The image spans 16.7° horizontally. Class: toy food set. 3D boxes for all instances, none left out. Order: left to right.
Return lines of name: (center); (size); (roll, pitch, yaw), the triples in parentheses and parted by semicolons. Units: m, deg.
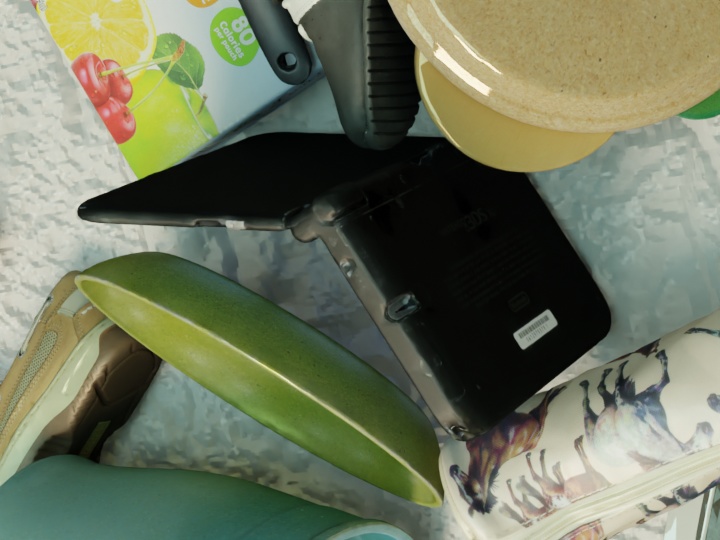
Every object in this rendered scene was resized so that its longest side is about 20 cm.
toy food set: (0.101, -0.153, 1.068); (0.198, 0.049, 0.200); (-21, 92, -7)

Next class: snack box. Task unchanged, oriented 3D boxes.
snack box: (-0.059, -0.152, 1.174); (0.200, 0.053, 0.142); (-31, 90, 25)

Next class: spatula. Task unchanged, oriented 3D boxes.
spatula: (-0.069, -0.178, 1.131); (0.057, 0.021, 0.200); (-22, 93, 20)

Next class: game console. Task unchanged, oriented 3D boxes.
game console: (0.000, 0.000, 1.103); (0.116, 0.200, 0.176); (-33, 89, 27)

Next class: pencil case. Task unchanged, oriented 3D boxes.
pencil case: (0.132, 0.071, 1.064); (0.200, 0.089, 0.078); (-27, 106, 16)

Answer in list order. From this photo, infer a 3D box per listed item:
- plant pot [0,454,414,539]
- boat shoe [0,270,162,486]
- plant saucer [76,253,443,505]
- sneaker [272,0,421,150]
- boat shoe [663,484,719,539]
plant pot: (-0.097, 0.182, 1.201); (0.188, 0.200, 0.200); (22, 110, 31)
boat shoe: (-0.178, 0.088, 1.280); (0.076, 0.072, 0.200); (43, 108, 24)
plant saucer: (-0.040, 0.045, 1.145); (0.200, 0.200, 0.031); (30, 80, 14)
sneaker: (-0.022, -0.149, 1.096); (0.088, 0.074, 0.200); (-8, 89, 24)
boat shoe: (0.176, 0.133, 1.131); (0.064, 0.071, 0.200); (12, 105, 21)
